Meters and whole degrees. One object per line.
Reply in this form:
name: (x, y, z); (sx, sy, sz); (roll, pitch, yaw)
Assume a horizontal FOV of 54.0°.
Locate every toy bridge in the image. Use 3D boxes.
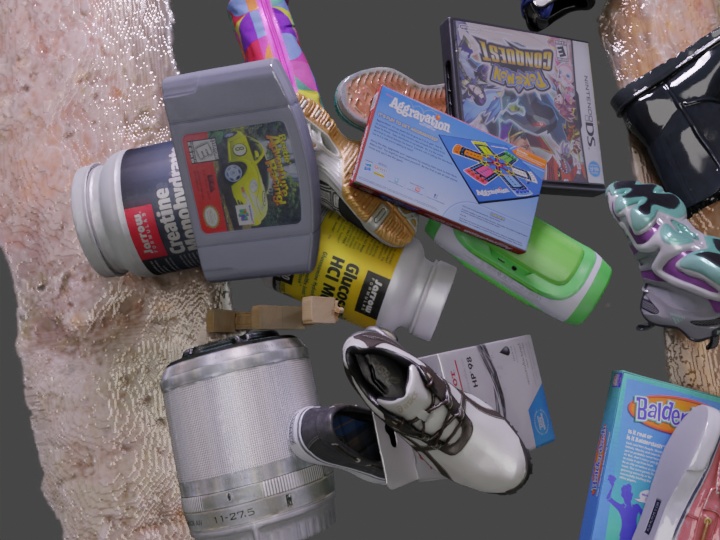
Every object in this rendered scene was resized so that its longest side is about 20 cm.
toy bridge: (-0.086, 0.050, 0.759); (0.198, 0.066, 0.028); (-9, 80, 45)

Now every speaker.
speaker: (0.172, -0.023, 0.782); (0.198, 0.088, 0.089); (32, 85, 7)

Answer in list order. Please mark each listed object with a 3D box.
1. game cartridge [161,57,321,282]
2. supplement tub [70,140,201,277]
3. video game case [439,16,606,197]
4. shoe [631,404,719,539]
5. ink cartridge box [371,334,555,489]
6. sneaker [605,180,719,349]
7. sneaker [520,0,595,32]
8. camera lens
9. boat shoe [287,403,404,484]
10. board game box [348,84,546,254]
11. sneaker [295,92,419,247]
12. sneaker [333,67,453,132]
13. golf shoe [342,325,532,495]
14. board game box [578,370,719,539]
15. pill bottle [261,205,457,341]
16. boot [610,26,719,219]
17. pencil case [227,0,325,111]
game cartridge: (-0.106, -0.091, 0.675); (0.130, 0.041, 0.204); (-7, 107, 10)
supplement tub: (-0.199, -0.072, 0.782); (0.195, 0.140, 0.144); (-12, 81, 1)
video game case: (0.184, -0.178, 0.789); (0.196, 0.025, 0.185); (0, 81, -25)
shoe: (0.338, 0.242, 0.697); (0.089, 0.071, 0.204); (22, 89, 5)
ink cartridge box: (0.105, 0.139, 0.711); (0.066, 0.197, 0.118); (-21, 78, 46)
sneaker: (0.320, 0.002, 0.767); (0.076, 0.142, 0.201); (-8, 39, -17)
sneaker: (0.199, -0.353, 0.830); (0.195, 0.081, 0.117); (17, 81, 4)
camera lens: (-0.115, 0.174, 0.732); (0.157, 0.160, 0.204); (-14, 81, 1)
boat shoe: (0.018, 0.170, 0.712); (0.066, 0.198, 0.071); (-21, 55, 38)
board game box: (0.092, -0.099, 0.712); (0.197, 0.019, 0.105); (20, 79, -16)
sneaker: (-0.025, -0.095, 0.731); (0.200, 0.088, 0.076); (43, 59, -3)
sneaker: (0.042, -0.170, 0.771); (0.197, 0.079, 0.073); (-4, 86, -38)
golf shoe: (0.058, 0.127, 0.609); (0.198, 0.094, 0.079); (35, 92, 13)
board game box: (0.328, 0.225, 0.756); (0.149, 0.045, 0.204); (14, 83, 6)
pill bottle: (0.000, 0.000, 0.774); (0.196, 0.112, 0.114); (22, 83, 6)
boot: (0.405, -0.171, 0.791); (0.198, 0.076, 0.170); (-31, 77, 6)
pencil case: (-0.093, -0.232, 0.829); (0.087, 0.088, 0.204); (-20, 80, 0)
